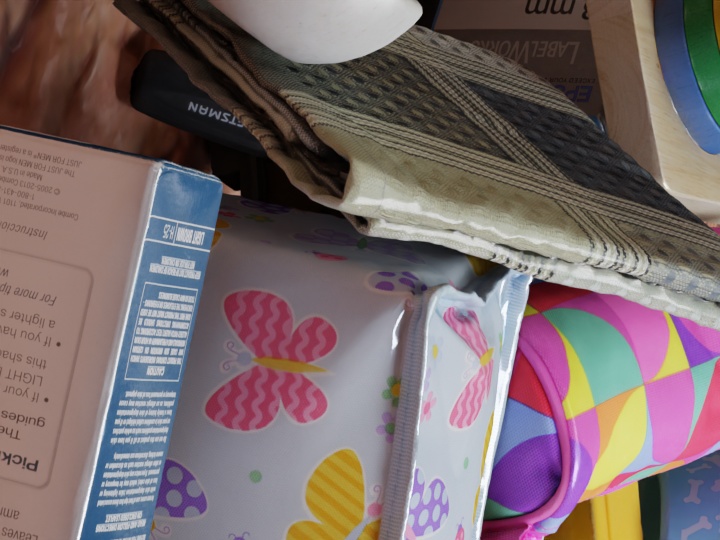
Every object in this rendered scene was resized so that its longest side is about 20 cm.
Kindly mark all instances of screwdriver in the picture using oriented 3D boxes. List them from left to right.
[{"bbox_3d":[0.015,-0.033,0.911,0.028,0.200,0.029,143,-31,-79],"label":"screwdriver"}]

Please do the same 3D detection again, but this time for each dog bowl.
[{"bbox_3d":[0.132,0.107,1.058,0.200,0.049,0.112,-89,-172,-70],"label":"dog bowl"}]

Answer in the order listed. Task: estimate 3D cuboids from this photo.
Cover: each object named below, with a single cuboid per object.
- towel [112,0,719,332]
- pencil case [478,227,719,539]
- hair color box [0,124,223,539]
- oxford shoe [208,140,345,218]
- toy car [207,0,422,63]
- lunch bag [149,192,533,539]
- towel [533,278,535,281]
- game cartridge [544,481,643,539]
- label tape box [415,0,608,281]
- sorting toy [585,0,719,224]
[{"bbox_3d":[0.023,-0.040,0.845,0.200,0.193,0.035,17,110,-36],"label":"towel"},{"bbox_3d":[0.085,0.039,0.914,0.200,0.088,0.089,-18,120,-53],"label":"pencil case"},{"bbox_3d":[-0.111,0.060,0.716,0.061,0.100,0.201,14,89,-75],"label":"hair color box"},{"bbox_3d":[0.000,0.000,0.933,0.073,0.084,0.201,40,35,-58],"label":"oxford shoe"},{"bbox_3d":[-0.024,-0.175,0.755,0.175,0.150,0.200,-50,134,7],"label":"toy car"},{"bbox_3d":[-0.052,0.081,0.804,0.127,0.169,0.201,-17,119,-69],"label":"lunch bag"},{"bbox_3d":[0.064,-0.011,1.216,0.191,0.032,0.201,-144,-112,-76],"label":"towel"},{"bbox_3d":[0.048,0.135,1.055,0.200,0.032,0.177,-38,-130,55],"label":"game cartridge"},{"bbox_3d":[0.062,-0.079,1.092,0.063,0.144,0.200,41,60,-48],"label":"label tape box"},{"bbox_3d":[0.157,-0.121,1.010,0.200,0.069,0.199,7,72,-59],"label":"sorting toy"}]
